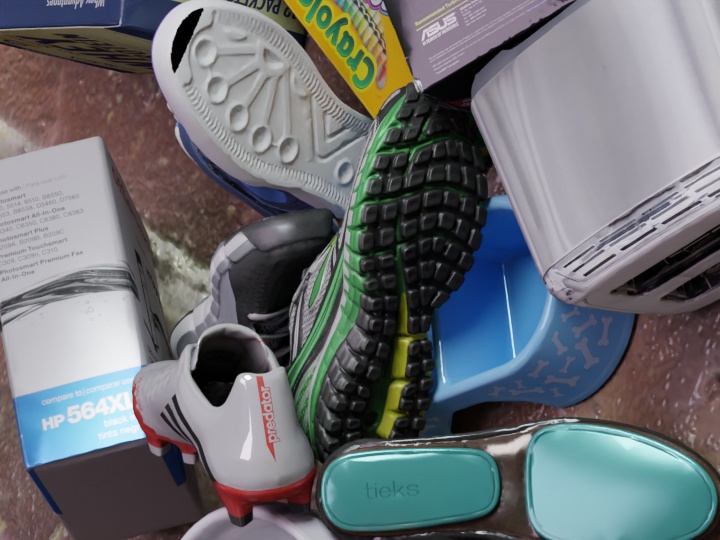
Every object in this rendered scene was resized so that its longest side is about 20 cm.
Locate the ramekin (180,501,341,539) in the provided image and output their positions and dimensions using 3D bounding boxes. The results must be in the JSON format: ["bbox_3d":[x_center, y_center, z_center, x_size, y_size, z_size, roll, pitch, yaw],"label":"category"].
[{"bbox_3d":[-0.016,0.216,1.144,0.200,0.105,0.202,-1,89,52],"label":"ramekin"}]

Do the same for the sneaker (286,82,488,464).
[{"bbox_3d":[0.000,0.000,1.126,0.085,0.078,0.201,30,106,50],"label":"sneaker"}]

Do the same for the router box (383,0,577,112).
[{"bbox_3d":[0.093,-0.189,1.072,0.199,0.062,0.151,-28,71,24],"label":"router box"}]

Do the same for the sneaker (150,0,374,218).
[{"bbox_3d":[-0.079,-0.091,1.224,0.146,0.200,0.081,17,79,43],"label":"sneaker"}]

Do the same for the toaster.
[{"bbox_3d":[0.148,-0.065,1.014,0.200,0.113,0.130,-35,61,39],"label":"toaster"}]

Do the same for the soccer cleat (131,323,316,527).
[{"bbox_3d":[-0.073,0.063,1.147,0.200,0.068,0.086,-145,48,-66],"label":"soccer cleat"}]

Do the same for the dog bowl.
[{"bbox_3d":[0.054,0.025,1.155,0.200,0.049,0.112,-25,64,46],"label":"dog bowl"}]

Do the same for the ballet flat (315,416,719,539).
[{"bbox_3d":[0.078,0.105,1.078,0.199,0.068,0.069,2,80,14],"label":"ballet flat"}]

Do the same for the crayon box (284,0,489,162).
[{"bbox_3d":[0.028,-0.160,1.216,0.119,0.058,0.200,-58,45,24],"label":"crayon box"}]

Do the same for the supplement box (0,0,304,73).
[{"bbox_3d":[-0.133,-0.232,1.366,0.199,0.134,0.201,6,87,51],"label":"supplement box"}]

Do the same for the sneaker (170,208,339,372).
[{"bbox_3d":[-0.044,0.050,1.242,0.200,0.075,0.116,125,129,-61],"label":"sneaker"}]

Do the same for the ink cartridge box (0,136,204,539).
[{"bbox_3d":[-0.160,0.043,1.329,0.084,0.146,0.201,-14,65,1],"label":"ink cartridge box"}]
